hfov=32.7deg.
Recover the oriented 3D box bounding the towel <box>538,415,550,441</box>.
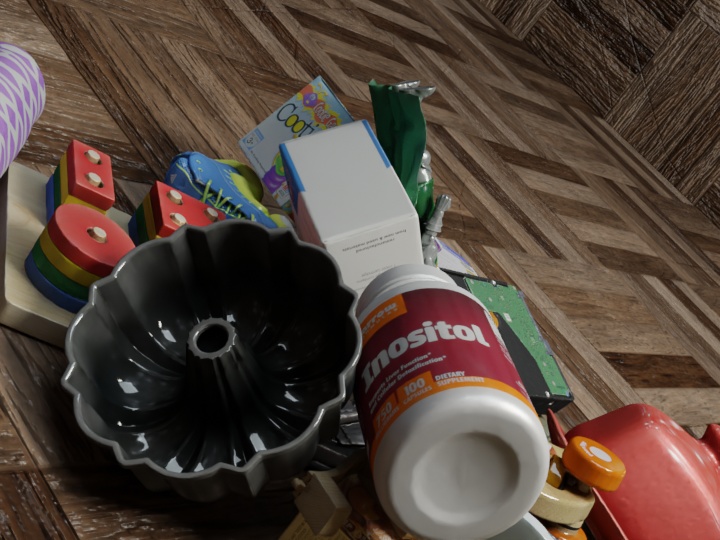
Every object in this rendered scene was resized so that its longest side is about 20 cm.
[{"bbox_3d":[0.091,0.115,1.203,0.200,0.035,0.192,44,19,20],"label":"towel"}]

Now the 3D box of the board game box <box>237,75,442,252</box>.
[{"bbox_3d":[-0.017,-0.072,1.201,0.105,0.103,0.200,54,2,38],"label":"board game box"}]

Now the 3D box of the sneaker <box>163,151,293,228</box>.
[{"bbox_3d":[-0.128,-0.044,1.109,0.104,0.076,0.200,20,20,-33],"label":"sneaker"}]

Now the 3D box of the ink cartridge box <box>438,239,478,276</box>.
[{"bbox_3d":[0.096,0.013,1.368,0.119,0.042,0.201,32,17,-28],"label":"ink cartridge box"}]

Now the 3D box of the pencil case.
[{"bbox_3d":[-0.304,-0.116,0.955,0.084,0.085,0.201,-1,25,-1],"label":"pencil case"}]

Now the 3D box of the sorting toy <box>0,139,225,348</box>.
[{"bbox_3d":[-0.176,-0.008,0.954,0.198,0.070,0.200,27,24,-29],"label":"sorting toy"}]

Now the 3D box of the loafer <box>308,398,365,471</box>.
[{"bbox_3d":[0.018,0.130,0.995,0.198,0.063,0.072,20,27,-40],"label":"loafer"}]

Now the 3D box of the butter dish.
[{"bbox_3d":[0.264,0.188,1.074,0.201,0.147,0.200,59,4,3],"label":"butter dish"}]

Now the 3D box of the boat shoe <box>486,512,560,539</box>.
[{"bbox_3d":[0.138,0.224,0.850,0.200,0.071,0.091,47,17,3],"label":"boat shoe"}]

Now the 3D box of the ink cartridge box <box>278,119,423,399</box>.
[{"bbox_3d":[0.000,0.000,1.043,0.083,0.202,0.145,-16,42,-8],"label":"ink cartridge box"}]

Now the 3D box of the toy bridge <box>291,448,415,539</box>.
[{"bbox_3d":[0.022,0.154,0.849,0.199,0.027,0.067,17,26,-47],"label":"toy bridge"}]

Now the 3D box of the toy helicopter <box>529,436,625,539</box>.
[{"bbox_3d":[0.105,0.125,0.935,0.131,0.080,0.200,21,17,-19],"label":"toy helicopter"}]

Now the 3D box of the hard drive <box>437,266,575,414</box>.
[{"bbox_3d":[0.121,0.070,1.196,0.199,0.038,0.141,10,49,-51],"label":"hard drive"}]

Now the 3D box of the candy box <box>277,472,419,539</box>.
[{"bbox_3d":[0.044,0.227,0.850,0.200,0.056,0.115,42,20,11],"label":"candy box"}]

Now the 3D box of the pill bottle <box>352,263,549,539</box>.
[{"bbox_3d":[0.050,0.079,0.830,0.112,0.114,0.201,29,19,-22],"label":"pill bottle"}]

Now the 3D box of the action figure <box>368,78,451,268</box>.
[{"bbox_3d":[0.048,-0.063,1.086,0.054,0.203,0.118,-8,18,-12],"label":"action figure"}]

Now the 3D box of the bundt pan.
[{"bbox_3d":[-0.093,0.066,0.818,0.203,0.200,0.076,53,-17,34],"label":"bundt pan"}]
